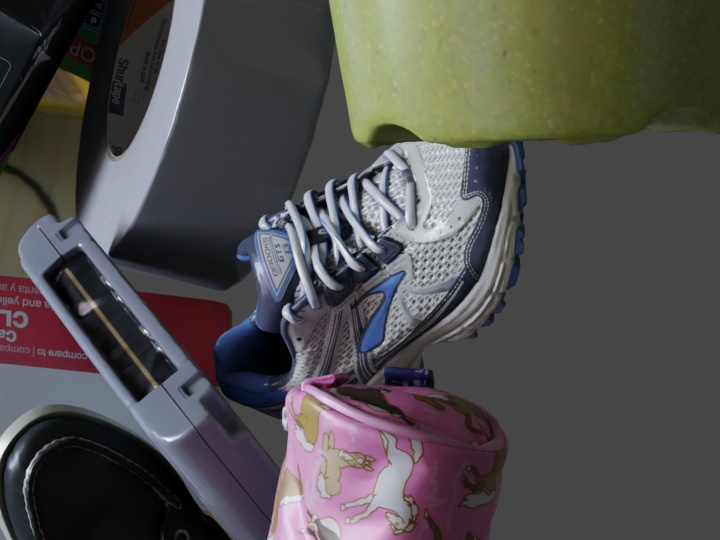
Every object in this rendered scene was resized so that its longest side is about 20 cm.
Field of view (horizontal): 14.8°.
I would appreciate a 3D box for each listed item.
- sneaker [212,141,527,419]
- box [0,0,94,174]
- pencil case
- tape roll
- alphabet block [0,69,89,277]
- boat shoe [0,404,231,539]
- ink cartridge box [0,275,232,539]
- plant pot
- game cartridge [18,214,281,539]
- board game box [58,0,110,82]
[{"bbox_3d":[0.000,0.000,1.078,0.200,0.085,0.077,121,149,-43],"label":"sneaker"},{"bbox_3d":[-0.223,-0.093,1.346,0.200,0.124,0.149,-59,3,28],"label":"box"},{"bbox_3d":[-0.005,0.138,1.047,0.087,0.082,0.201,-139,59,-63],"label":"pencil case"},{"bbox_3d":[-0.072,-0.095,1.288,0.200,0.066,0.201,-166,90,-71],"label":"tape roll"},{"bbox_3d":[-0.259,-0.036,1.589,0.196,0.194,0.201,-133,53,-60],"label":"alphabet block"},{"bbox_3d":[-0.079,0.134,1.134,0.066,0.074,0.200,31,155,51],"label":"boat shoe"},{"bbox_3d":[-0.151,0.122,1.328,0.145,0.144,0.201,144,129,-60],"label":"ink cartridge box"},{"bbox_3d":[0.058,-0.133,0.879,0.200,0.199,0.185,-174,81,-68],"label":"plant pot"},{"bbox_3d":[-0.073,0.063,1.185,0.040,0.133,0.200,-42,35,-2],"label":"game cartridge"},{"bbox_3d":[-0.162,-0.177,1.403,0.029,0.199,0.135,-60,-6,-58],"label":"board game box"}]
